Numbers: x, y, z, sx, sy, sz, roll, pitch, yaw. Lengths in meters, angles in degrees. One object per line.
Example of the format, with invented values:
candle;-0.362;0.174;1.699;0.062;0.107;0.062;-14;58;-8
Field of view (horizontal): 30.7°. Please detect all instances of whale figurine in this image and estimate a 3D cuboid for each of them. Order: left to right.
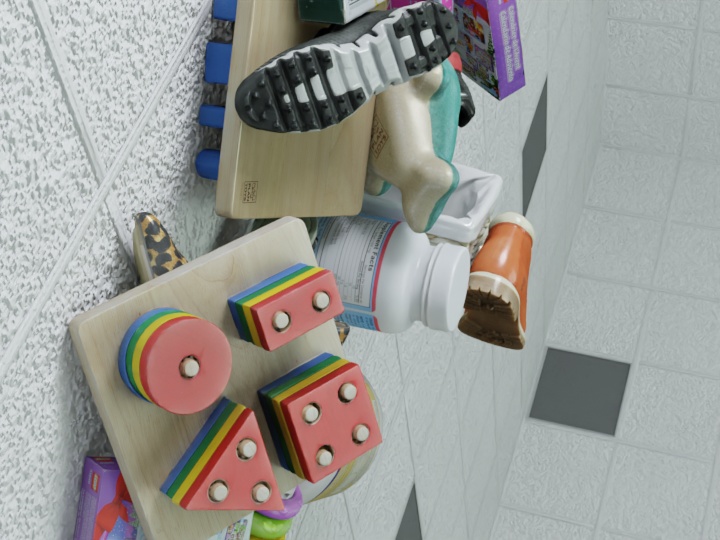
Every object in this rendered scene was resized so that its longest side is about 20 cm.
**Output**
whale figurine;0.055;-0.127;1.222;0.160;0.103;0.201;-60;-141;38

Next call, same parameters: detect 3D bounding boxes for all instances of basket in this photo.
basket;0.033;-0.046;1.375;0.136;0.199;0.124;-53;156;-57

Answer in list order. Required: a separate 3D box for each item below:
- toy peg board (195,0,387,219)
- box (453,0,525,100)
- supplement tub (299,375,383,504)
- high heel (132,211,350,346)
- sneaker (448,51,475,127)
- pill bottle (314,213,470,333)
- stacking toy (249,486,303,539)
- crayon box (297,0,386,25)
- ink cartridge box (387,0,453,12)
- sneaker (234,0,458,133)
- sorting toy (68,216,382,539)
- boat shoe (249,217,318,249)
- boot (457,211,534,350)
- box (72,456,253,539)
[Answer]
toy peg board;-0.078;-0.152;1.132;0.199;0.097;0.202;-6;105;-58
box;0.098;-0.290;1.422;0.039;0.200;0.137;-33;140;-15
supplement tub;-0.060;0.150;1.259;0.200;0.144;0.147;18;83;-74
high heel;-0.093;0.015;1.035;0.071;0.142;0.201;51;-17;55
sneaker;0.034;-0.152;1.338;0.199;0.098;0.071;-26;168;-20
pill bottle;0.000;0.000;1.267;0.109;0.198;0.110;11;90;-75
stacking toy;-0.093;0.198;1.109;0.201;0.116;0.110;-57;170;19
crayon box;0.016;-0.295;1.093;0.200;0.050;0.128;-37;129;-46
ink cartridge box;0.033;-0.345;1.301;0.042;0.119;0.201;-51;150;-42
sneaker;-0.021;-0.163;1.062;0.199;0.090;0.067;-28;111;-23
sorting toy;-0.087;0.092;0.978;0.198;0.069;0.201;-27;112;-27
boat shoe;-0.101;0.025;1.152;0.201;0.071;0.061;-52;166;-35
boot;0.151;0.016;1.380;0.200;0.074;0.108;82;25;-67
box;-0.160;0.247;1.023;0.136;0.039;0.202;7;95;-35
